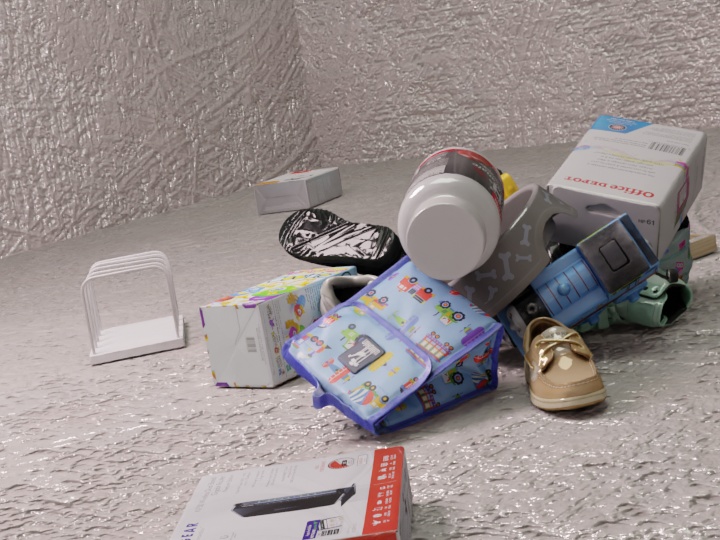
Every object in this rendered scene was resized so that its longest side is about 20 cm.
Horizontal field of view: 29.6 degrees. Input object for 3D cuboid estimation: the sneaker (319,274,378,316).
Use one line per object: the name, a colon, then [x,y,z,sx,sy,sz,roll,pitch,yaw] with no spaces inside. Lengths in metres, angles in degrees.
sneaker: [0.041,0.048,1.645,0.197,0.079,0.099,6,-15,9]

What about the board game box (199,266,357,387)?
board game box: [-0.094,0.069,1.726,0.102,0.106,0.199,-4,11,38]

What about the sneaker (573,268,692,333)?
sneaker: [0.292,0.039,1.599,0.199,0.075,0.118,-19,20,-19]

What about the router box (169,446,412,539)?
router box: [-0.051,0.202,1.060,0.177,0.049,0.200,-9,10,4]

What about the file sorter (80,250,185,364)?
file sorter: [-0.342,0.049,2.045,0.137,0.126,0.200,-10,9,-6]

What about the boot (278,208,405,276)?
boot: [0.000,0.000,1.850,0.198,0.168,0.077,10,61,35]

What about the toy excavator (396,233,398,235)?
toy excavator: [0.162,-0.005,1.985,0.198,0.101,0.194,12,22,32]

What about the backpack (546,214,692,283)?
backpack: [0.325,-0.023,1.750,0.197,0.128,0.167,-10,29,-4]

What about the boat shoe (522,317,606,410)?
boat shoe: [0.199,0.091,1.389,0.073,0.070,0.200,-11,9,-4]

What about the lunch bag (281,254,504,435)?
lunch bag: [0.026,0.093,1.418,0.199,0.095,0.150,-28,48,-30]

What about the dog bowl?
dog bowl: [0.160,-0.018,1.571,0.200,0.059,0.200,-45,8,8]

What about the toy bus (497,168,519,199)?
toy bus: [0.159,-0.067,2.258,0.191,0.137,0.199,-32,16,-24]

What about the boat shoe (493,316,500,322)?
boat shoe: [0.149,0.050,1.702,0.090,0.072,0.200,-13,0,-2]

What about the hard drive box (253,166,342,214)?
hard drive box: [-0.159,-0.206,3.509,0.154,0.078,0.200,-5,10,25]

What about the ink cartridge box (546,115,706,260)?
ink cartridge box: [0.328,-0.103,1.679,0.143,0.085,0.200,13,36,25]

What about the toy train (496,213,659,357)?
toy train: [0.242,0.020,1.527,0.199,0.087,0.114,-32,-16,2]

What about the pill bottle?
pill bottle: [0.098,-0.059,1.469,0.109,0.112,0.200,-8,17,11]

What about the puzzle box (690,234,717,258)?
puzzle box: [0.401,-0.020,1.973,0.198,0.026,0.132,-16,11,-33]
